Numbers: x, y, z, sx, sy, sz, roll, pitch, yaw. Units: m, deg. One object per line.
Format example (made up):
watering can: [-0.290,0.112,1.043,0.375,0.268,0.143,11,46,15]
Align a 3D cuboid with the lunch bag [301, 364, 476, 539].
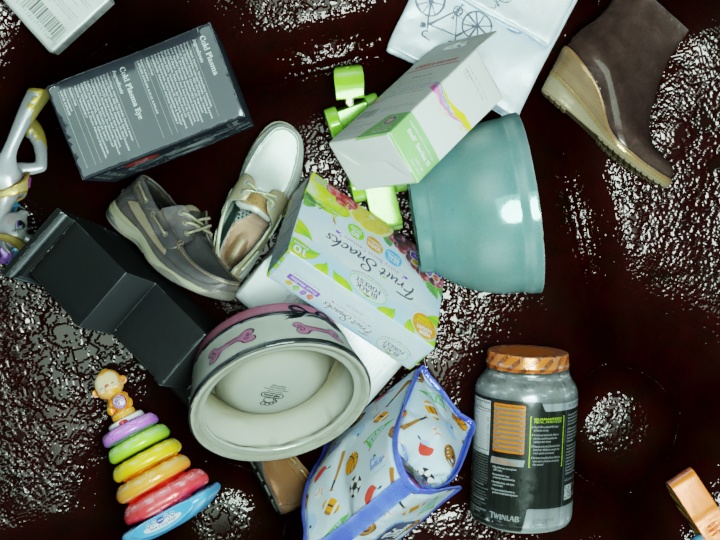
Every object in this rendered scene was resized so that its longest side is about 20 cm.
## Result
lunch bag: [0.027,0.230,1.320,0.124,0.200,0.170,45,115,-5]

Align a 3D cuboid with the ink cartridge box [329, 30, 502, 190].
ink cartridge box: [0.073,-0.176,1.309,0.200,0.117,0.068,-45,114,-27]

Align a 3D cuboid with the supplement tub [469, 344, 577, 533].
supplement tub: [0.191,0.193,1.387,0.121,0.123,0.203,2,95,-3]

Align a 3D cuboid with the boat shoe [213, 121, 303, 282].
boat shoe: [-0.118,-0.075,1.373,0.074,0.068,0.202,21,94,-5]

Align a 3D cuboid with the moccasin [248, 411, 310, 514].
moccasin: [-0.110,0.184,1.396,0.077,0.074,0.203,-30,93,-14]

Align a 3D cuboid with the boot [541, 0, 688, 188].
boot: [0.328,-0.214,1.382,0.200,0.072,0.167,41,94,-2]

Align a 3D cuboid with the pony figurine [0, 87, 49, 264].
pony figurine: [-0.437,-0.105,1.326,0.191,0.167,0.203,5,80,-11]

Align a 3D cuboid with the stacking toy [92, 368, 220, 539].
stacking toy: [-0.256,0.205,1.385,0.115,0.110,0.202,-27,85,2]

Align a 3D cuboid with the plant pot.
plant pot: [0.121,-0.066,1.325,0.132,0.200,0.203,-8,96,2]

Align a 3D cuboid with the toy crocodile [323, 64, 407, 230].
toy crocodile: [0.006,-0.140,1.384,0.067,0.062,0.202,-19,100,-2]

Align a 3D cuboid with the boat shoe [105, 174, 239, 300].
boat shoe: [-0.206,-0.041,1.330,0.199,0.074,0.074,37,103,25]

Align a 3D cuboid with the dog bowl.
dog bowl: [-0.092,0.117,1.281,0.198,0.074,0.201,-11,138,-10]

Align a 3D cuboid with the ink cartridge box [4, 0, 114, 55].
ink cartridge box: [-0.350,-0.378,1.345,0.176,0.045,0.200,-41,96,2]

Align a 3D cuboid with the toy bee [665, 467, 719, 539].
toy bee: [0.431,0.339,1.436,0.129,0.109,0.202,-12,71,6]

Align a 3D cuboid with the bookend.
bookend: [-0.249,0.047,1.286,0.200,0.199,0.092,43,92,13]

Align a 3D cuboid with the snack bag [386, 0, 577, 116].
snack bag: [0.145,-0.304,1.391,0.187,0.021,0.202,27,93,-6]

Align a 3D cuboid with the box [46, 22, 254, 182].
box: [-0.219,-0.176,1.292,0.180,0.200,0.105,-22,94,0]

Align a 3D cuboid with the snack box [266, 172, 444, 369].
snack box: [0.000,0.000,1.331,0.199,0.143,0.053,33,130,-17]

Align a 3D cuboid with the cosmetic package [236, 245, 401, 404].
cosmetic package: [-0.039,0.054,1.387,0.200,0.071,0.102,43,93,-6]
